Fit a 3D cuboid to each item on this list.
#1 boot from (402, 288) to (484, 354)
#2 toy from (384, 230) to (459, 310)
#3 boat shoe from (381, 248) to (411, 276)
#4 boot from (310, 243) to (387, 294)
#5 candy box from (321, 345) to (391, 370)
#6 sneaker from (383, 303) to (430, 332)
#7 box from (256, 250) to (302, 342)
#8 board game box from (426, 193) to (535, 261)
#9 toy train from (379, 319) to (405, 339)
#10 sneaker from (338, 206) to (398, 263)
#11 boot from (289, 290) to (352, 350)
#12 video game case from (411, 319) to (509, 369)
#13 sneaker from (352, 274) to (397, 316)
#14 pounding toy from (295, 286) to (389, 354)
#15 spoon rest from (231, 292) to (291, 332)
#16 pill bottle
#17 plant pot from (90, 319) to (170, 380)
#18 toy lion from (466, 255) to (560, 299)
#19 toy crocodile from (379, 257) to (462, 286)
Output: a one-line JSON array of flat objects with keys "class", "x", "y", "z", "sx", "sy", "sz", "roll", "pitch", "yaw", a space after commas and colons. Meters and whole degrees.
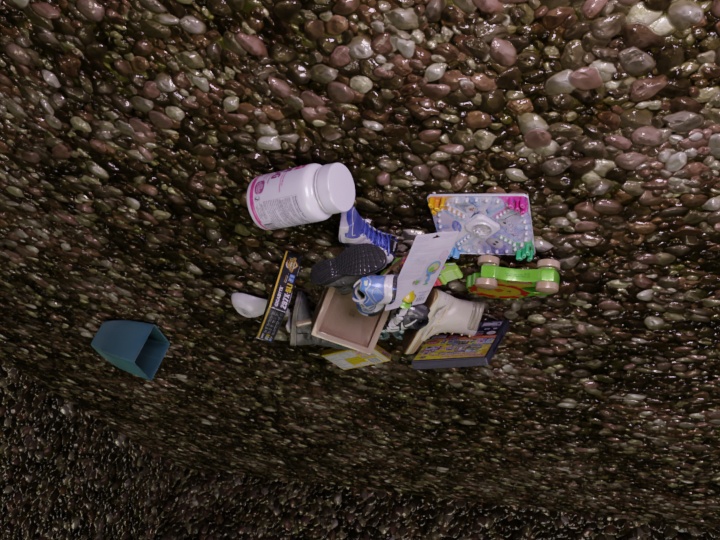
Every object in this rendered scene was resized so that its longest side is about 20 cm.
[{"class": "boot", "x": 0.200, "y": 0.141, "z": 1.724, "sx": 0.154, "sy": 0.072, "sz": 0.201, "roll": 14, "pitch": 124, "yaw": -20}, {"class": "toy", "x": 0.117, "y": -0.008, "z": 1.472, "sx": 0.115, "sy": 0.047, "sz": 0.201, "roll": -8, "pitch": 132, "yaw": -36}, {"class": "boat shoe", "x": 0.098, "y": 0.011, "z": 1.554, "sx": 0.074, "sy": 0.066, "sz": 0.200, "roll": 46, "pitch": 119, "yaw": 4}, {"class": "boot", "x": 0.000, "y": 0.000, "z": 1.523, "sx": 0.199, "sy": 0.068, "sz": 0.130, "roll": -16, "pitch": 158, "yaw": 34}, {"class": "candy box", "x": -0.014, "y": 0.253, "z": 2.099, "sx": 0.199, "sy": 0.027, "sz": 0.102, "roll": -18, "pitch": 134, "yaw": 41}, {"class": "sneaker", "x": 0.112, "y": 0.115, "z": 1.652, "sx": 0.090, "sy": 0.067, "sz": 0.200, "roll": 21, "pitch": 159, "yaw": -3}, {"class": "box", "x": -0.202, "y": 0.067, "z": 1.743, "sx": 0.049, "sy": 0.160, "sz": 0.200, "roll": 19, "pitch": 150, "yaw": -7}, {"class": "board game box", "x": 0.249, "y": -0.084, "z": 1.439, "sx": 0.199, "sy": 0.026, "sz": 0.200, "roll": 2, "pitch": 147, "yaw": 20}, {"class": "toy train", "x": 0.052, "y": 0.116, "z": 1.801, "sx": 0.199, "sy": 0.086, "sz": 0.114, "roll": 1, "pitch": 138, "yaw": 21}, {"class": "sneaker", "x": 0.021, "y": -0.070, "z": 1.519, "sx": 0.114, "sy": 0.081, "sz": 0.200, "roll": 0, "pitch": 151, "yaw": 10}, {"class": "boot", "x": -0.086, "y": 0.138, "z": 1.891, "sx": 0.199, "sy": 0.073, "sz": 0.183, "roll": 5, "pitch": 124, "yaw": -3}, {"class": "video game case", "x": 0.248, "y": 0.182, "z": 1.736, "sx": 0.199, "sy": 0.181, "sz": 0.026, "roll": -8, "pitch": 111, "yaw": 33}, {"class": "sneaker", "x": 0.018, "y": 0.046, "z": 1.482, "sx": 0.077, "sy": 0.076, "sz": 0.200, "roll": 8, "pitch": 160, "yaw": -11}, {"class": "pounding toy", "x": -0.042, "y": 0.101, "z": 1.713, "sx": 0.183, "sy": 0.142, "sz": 0.201, "roll": 20, "pitch": 106, "yaw": -9}, {"class": "spoon rest", "x": -0.271, "y": 0.109, "z": 1.956, "sx": 0.199, "sy": 0.061, "sz": 0.100, "roll": 20, "pitch": 150, "yaw": 17}, {"class": "pill bottle", "x": -0.118, "y": -0.149, "z": 1.400, "sx": 0.199, "sy": 0.114, "sz": 0.113, "roll": -7, "pitch": 143, "yaw": 31}, {"class": "plant pot", "x": -0.762, "y": 0.245, "z": 2.302, "sx": 0.199, "sy": 0.142, "sz": 0.142, "roll": 13, "pitch": 150, "yaw": 17}, {"class": "toy lion", "x": 0.329, "y": 0.028, "z": 1.533, "sx": 0.199, "sy": 0.069, "sz": 0.192, "roll": 4, "pitch": 164, "yaw": 15}, {"class": "toy crocodile", "x": 0.135, "y": 0.012, "z": 1.607, "sx": 0.199, "sy": 0.062, "sz": 0.068, "roll": -2, "pitch": 146, "yaw": 25}]
